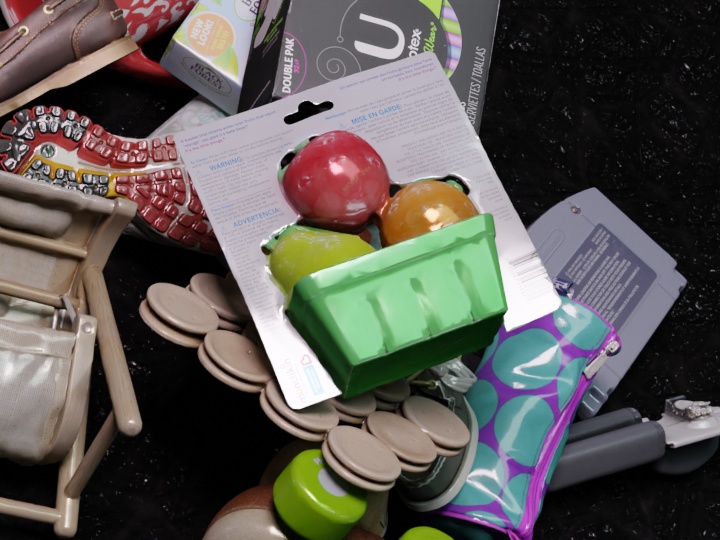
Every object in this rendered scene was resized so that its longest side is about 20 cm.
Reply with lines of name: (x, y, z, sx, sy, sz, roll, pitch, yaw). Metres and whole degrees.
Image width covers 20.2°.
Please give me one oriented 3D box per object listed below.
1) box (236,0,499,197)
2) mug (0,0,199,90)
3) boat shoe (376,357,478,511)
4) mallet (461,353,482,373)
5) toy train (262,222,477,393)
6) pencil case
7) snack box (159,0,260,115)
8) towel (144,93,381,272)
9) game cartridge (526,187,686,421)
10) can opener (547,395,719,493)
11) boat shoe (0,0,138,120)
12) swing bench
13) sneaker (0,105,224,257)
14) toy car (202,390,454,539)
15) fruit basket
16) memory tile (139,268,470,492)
box: (0.008, -0.168, 1.396, 0.148, 0.124, 0.200, 14, 70, -14)
mug: (-0.151, -0.220, 1.512, 0.178, 0.133, 0.200, 46, 48, 6)
boat shoe: (0.040, 0.076, 1.421, 0.202, 0.072, 0.060, -88, 155, -42)
mallet: (0.080, 0.025, 1.555, 0.066, 0.041, 0.200, 29, 42, -15)
toy train: (0.000, 0.000, 1.364, 0.150, 0.056, 0.200, 5, 33, -48)
pencil case: (0.116, 0.109, 1.442, 0.085, 0.092, 0.200, 52, 56, -43)
snack box: (-0.025, -0.153, 1.477, 0.200, 0.053, 0.142, 35, 64, -5)
towel: (-0.044, -0.064, 1.492, 0.200, 0.048, 0.171, 46, 61, 2)
game cartridge: (0.175, 0.020, 1.622, 0.133, 0.041, 0.200, 46, 44, -2)
can opener: (0.207, 0.138, 1.536, 0.200, 0.067, 0.053, -8, 20, -32)
boat shoe: (-0.252, -0.136, 1.377, 0.200, 0.070, 0.070, -32, 101, -20)
swing bench: (-0.250, 0.036, 1.254, 0.199, 0.130, 0.200, 16, 42, -24)
sneaker: (-0.159, -0.060, 1.410, 0.200, 0.082, 0.078, 20, 73, -15)
toy car: (-0.011, 0.166, 1.312, 0.158, 0.164, 0.200, 36, 33, -6)
fruit basket: (0.002, -0.027, 1.263, 0.185, 0.094, 0.200, -20, 64, -15)
memory tile: (-0.034, 0.065, 1.275, 0.200, 0.017, 0.153, 38, 22, 17)
